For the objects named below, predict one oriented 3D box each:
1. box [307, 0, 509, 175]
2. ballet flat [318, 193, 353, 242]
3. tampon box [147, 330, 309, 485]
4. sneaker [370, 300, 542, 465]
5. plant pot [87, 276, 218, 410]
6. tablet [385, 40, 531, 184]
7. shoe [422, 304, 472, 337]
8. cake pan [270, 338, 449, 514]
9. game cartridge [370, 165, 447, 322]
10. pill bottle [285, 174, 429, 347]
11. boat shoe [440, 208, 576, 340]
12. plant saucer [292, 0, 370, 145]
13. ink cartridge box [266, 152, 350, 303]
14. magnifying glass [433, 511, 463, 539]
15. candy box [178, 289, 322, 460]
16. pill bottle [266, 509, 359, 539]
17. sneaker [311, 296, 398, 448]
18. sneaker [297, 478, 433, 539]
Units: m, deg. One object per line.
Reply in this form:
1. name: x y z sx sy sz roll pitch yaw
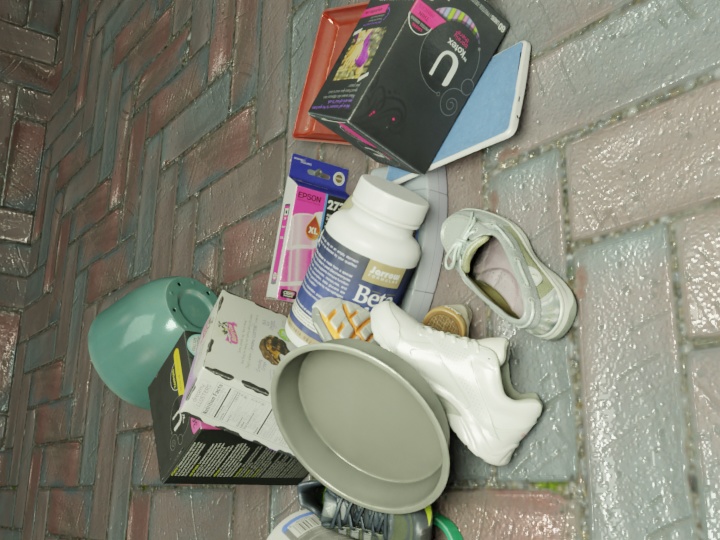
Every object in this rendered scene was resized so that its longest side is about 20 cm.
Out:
1. box: 0.053 -0.227 0.901 0.200 0.122 0.106 -61 33 0
2. ballet flat: -0.026 -0.016 1.038 0.069 0.069 0.200 -9 73 54
3. tampon box: -0.153 0.183 1.042 0.126 0.200 0.150 -53 42 32
4. sneaker: 0.098 0.089 0.790 0.200 0.078 0.099 44 104 12
5. plant pot: -0.315 0.104 1.318 0.161 0.201 0.201 -37 50 27
6. tablet: 0.107 -0.173 0.911 0.200 0.014 0.130 -19 49 49
7. shoe: 0.070 0.121 0.879 0.070 0.053 0.200 31 114 12
8. cake pan: 0.003 0.149 0.786 0.200 0.037 0.200 17 126 25
9. game cartridge: 0.048 -0.034 0.967 0.133 0.042 0.200 -2 78 59
10. pill bottle: 0.000 0.000 0.896 0.111 0.111 0.200 45 117 51
11. boat shoe: 0.134 -0.004 0.805 0.074 0.065 0.202 -61 38 23
12. plant saucer: -0.014 -0.273 1.129 0.200 0.037 0.200 18 95 55
13. ink cartridge box: -0.063 -0.051 1.078 0.037 0.095 0.200 1 81 55
14. magnifying glass: 0.053 0.270 0.878 0.200 0.022 0.080 50 121 50
15. candy box: -0.095 0.127 0.934 0.072 0.200 0.168 -59 15 24
16. pill bottle: -0.020 0.353 0.874 0.200 0.114 0.114 19 96 56
17. sneaker: 0.006 0.118 0.834 0.077 0.078 0.200 -35 90 32
18. sneaker: 0.002 0.265 0.864 0.200 0.081 0.074 -4 78 55
